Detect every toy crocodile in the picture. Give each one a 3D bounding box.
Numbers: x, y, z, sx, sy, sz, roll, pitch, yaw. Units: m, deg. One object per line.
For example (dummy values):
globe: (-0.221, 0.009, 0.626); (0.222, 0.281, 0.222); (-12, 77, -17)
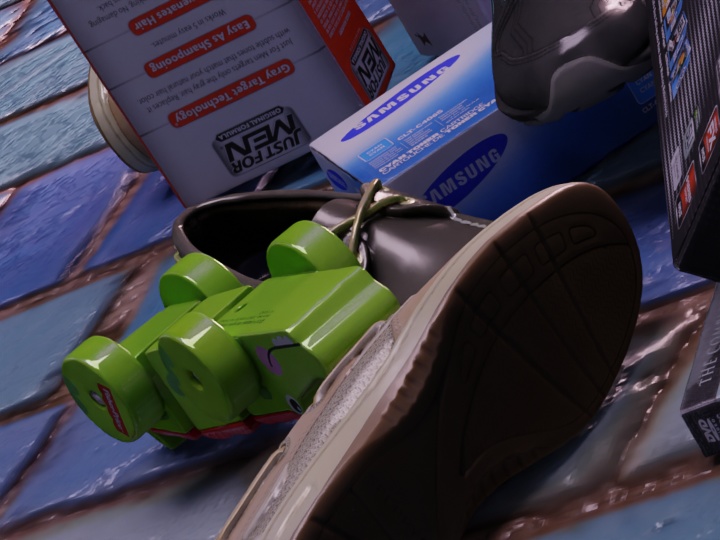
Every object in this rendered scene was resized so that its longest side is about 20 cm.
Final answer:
toy crocodile: (-0.044, 0.031, 1.025); (0.068, 0.062, 0.200); (-42, 14, -28)

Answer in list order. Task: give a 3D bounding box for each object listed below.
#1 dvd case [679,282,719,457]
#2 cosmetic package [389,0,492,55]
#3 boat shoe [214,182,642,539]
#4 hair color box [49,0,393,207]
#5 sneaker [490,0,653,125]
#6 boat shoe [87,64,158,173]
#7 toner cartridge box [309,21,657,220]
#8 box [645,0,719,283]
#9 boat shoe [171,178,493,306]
dvd case: (0.197, -0.020, 0.886); (0.200, 0.022, 0.146); (-23, 22, 28)
cosmetic package: (0.092, -0.193, 1.319); (0.200, 0.108, 0.085); (-41, 23, -19)
boat shoe: (0.017, 0.045, 0.930); (0.065, 0.072, 0.200); (-5, 39, 50)
hair color box: (-0.081, -0.137, 1.282); (0.101, 0.200, 0.061); (-24, 21, 22)
sneaker: (0.068, -0.119, 1.097); (0.075, 0.079, 0.200); (-26, 23, 13)
boat shoe: (-0.065, -0.118, 1.420); (0.066, 0.074, 0.200); (-25, 21, 35)
toner cartridge box: (0.083, -0.079, 1.156); (0.200, 0.043, 0.095); (-34, 20, -7)
box: (0.139, -0.108, 0.922); (0.200, 0.044, 0.160); (-86, 13, -59)
boat shoe: (-0.002, 0.002, 1.068); (0.072, 0.060, 0.202); (-43, 23, -27)
